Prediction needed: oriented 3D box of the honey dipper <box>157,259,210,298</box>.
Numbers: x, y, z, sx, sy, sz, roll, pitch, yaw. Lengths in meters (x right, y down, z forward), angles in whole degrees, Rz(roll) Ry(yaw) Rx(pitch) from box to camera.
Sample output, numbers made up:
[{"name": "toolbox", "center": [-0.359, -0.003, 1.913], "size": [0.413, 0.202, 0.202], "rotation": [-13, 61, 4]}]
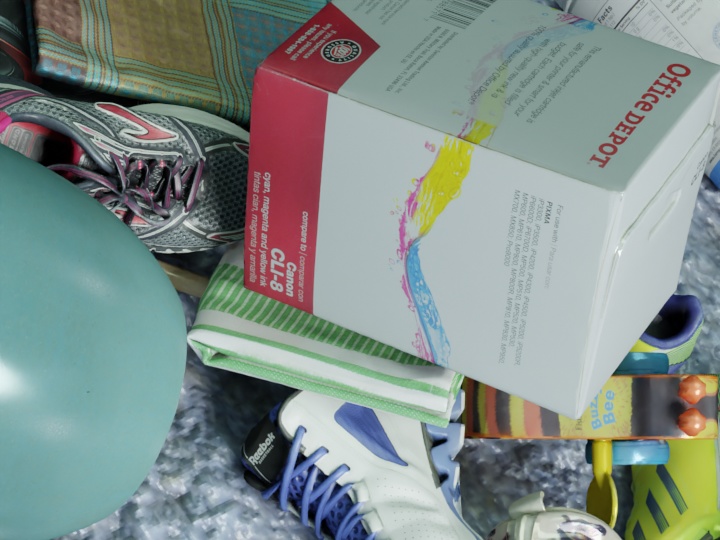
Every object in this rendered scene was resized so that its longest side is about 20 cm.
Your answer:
[{"name": "honey dipper", "center": [-0.090, 0.006, 1.211], "size": [0.199, 0.038, 0.038], "rotation": [22, 47, -13]}]

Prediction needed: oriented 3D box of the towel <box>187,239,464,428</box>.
[{"name": "towel", "center": [0.000, 0.000, 1.202], "size": [0.152, 0.023, 0.200], "rotation": [13, 38, 7]}]

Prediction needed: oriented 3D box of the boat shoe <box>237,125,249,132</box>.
[{"name": "boat shoe", "center": [-0.073, -0.098, 1.280], "size": [0.063, 0.073, 0.201], "rotation": [19, 41, -12]}]

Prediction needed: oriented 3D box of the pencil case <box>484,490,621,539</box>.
[{"name": "pencil case", "center": [0.087, 0.213, 1.122], "size": [0.201, 0.077, 0.090], "rotation": [-75, 147, -42]}]

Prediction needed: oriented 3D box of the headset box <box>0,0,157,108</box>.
[{"name": "headset box", "center": [-0.196, -0.121, 1.217], "size": [0.199, 0.075, 0.149], "rotation": [7, 52, -27]}]

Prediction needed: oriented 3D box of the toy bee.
[{"name": "toy bee", "center": [0.152, 0.067, 1.207], "size": [0.199, 0.109, 0.132], "rotation": [-21, 84, 2]}]

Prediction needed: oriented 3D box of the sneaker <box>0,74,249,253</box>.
[{"name": "sneaker", "center": [-0.128, -0.047, 1.139], "size": [0.199, 0.081, 0.075], "rotation": [8, 10, -28]}]

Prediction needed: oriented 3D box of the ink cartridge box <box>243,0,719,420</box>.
[{"name": "ink cartridge box", "center": [0.062, -0.046, 1.135], "size": [0.199, 0.145, 0.145], "rotation": [21, 39, 20]}]

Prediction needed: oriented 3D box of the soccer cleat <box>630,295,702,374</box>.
[{"name": "soccer cleat", "center": [0.105, 0.015, 1.279], "size": [0.199, 0.084, 0.065], "rotation": [15, 49, -21]}]

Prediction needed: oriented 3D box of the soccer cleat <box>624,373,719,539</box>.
[{"name": "soccer cleat", "center": [0.182, 0.131, 1.276], "size": [0.083, 0.065, 0.200], "rotation": [20, 44, 25]}]

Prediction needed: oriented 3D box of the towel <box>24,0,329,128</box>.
[{"name": "towel", "center": [-0.095, -0.144, 1.232], "size": [0.199, 0.022, 0.147], "rotation": [12, 49, -31]}]

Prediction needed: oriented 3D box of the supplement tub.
[{"name": "supplement tub", "center": [0.235, -0.155, 1.471], "size": [0.132, 0.132, 0.200], "rotation": [-28, 73, -42]}]

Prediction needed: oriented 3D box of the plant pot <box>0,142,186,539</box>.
[{"name": "plant pot", "center": [-0.179, 0.037, 1.029], "size": [0.160, 0.200, 0.201], "rotation": [20, 47, -32]}]

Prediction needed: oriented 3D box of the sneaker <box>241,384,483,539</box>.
[{"name": "sneaker", "center": [-0.004, 0.123, 1.151], "size": [0.115, 0.081, 0.200], "rotation": [11, 44, -19]}]
